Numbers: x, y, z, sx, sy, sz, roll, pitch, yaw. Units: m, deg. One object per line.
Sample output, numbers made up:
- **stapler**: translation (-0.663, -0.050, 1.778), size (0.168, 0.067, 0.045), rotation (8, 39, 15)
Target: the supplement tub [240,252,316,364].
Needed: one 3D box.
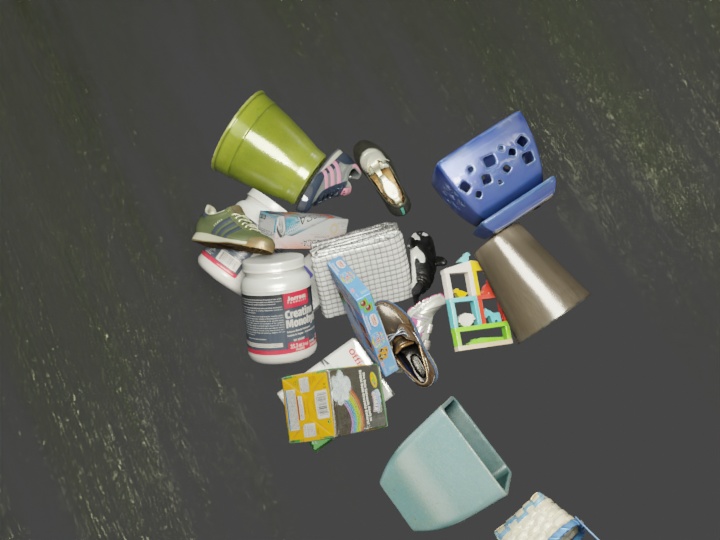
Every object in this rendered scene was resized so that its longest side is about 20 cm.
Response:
- **supplement tub**: translation (-0.165, 0.075, 1.472), size (0.139, 0.140, 0.202), rotation (-4, 101, 6)

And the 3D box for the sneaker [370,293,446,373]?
- **sneaker**: translation (0.116, 0.134, 1.530), size (0.088, 0.081, 0.200), rotation (43, 96, 10)

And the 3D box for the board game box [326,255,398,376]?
- **board game box**: translation (0.004, 0.089, 1.429), size (0.036, 0.201, 0.151), rotation (-27, 36, -11)

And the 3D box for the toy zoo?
- **toy zoo**: translation (0.238, 0.061, 1.522), size (0.130, 0.020, 0.202), rotation (-5, 79, -21)

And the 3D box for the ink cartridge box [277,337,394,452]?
- **ink cartridge box**: translation (-0.047, 0.256, 1.523), size (0.199, 0.084, 0.146), rotation (-35, 80, 1)

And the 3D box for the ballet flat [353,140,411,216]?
- **ballet flat**: translation (0.048, -0.210, 1.593), size (0.068, 0.068, 0.201), rotation (-34, 78, 1)

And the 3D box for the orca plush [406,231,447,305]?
- **orca plush**: translation (0.140, -0.018, 1.503), size (0.070, 0.200, 0.106), rotation (-13, 112, 16)

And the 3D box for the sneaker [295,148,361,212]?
- **sneaker**: translation (-0.063, -0.180, 1.564), size (0.082, 0.070, 0.200), rotation (36, 53, -3)

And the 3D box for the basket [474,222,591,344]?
- **basket**: translation (0.331, 0.018, 1.480), size (0.180, 0.136, 0.201), rotation (-41, 77, 29)

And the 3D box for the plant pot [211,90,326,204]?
- **plant pot**: translation (-0.185, -0.245, 1.578), size (0.192, 0.200, 0.201), rotation (34, 86, -1)

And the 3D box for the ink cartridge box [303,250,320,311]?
- **ink cartridge box**: translation (-0.137, 0.057, 1.590), size (0.200, 0.039, 0.100), rotation (-43, 79, 0)

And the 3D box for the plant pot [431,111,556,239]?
- **plant pot**: translation (0.276, -0.179, 1.501), size (0.199, 0.200, 0.181), rotation (-34, 85, 0)

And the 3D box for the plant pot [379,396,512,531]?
- **plant pot**: translation (0.154, 0.393, 1.430), size (0.200, 0.196, 0.196), rotation (-40, 79, 9)

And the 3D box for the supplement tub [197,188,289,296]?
- **supplement tub**: translation (-0.239, -0.058, 1.569), size (0.140, 0.140, 0.201), rotation (35, 87, 11)

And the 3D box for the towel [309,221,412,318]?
- **towel**: translation (0.000, 0.000, 1.514), size (0.198, 0.086, 0.167), rotation (-15, 124, -3)

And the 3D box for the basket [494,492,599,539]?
- **basket**: translation (0.369, 0.538, 1.388), size (0.176, 0.139, 0.200), rotation (-39, 48, 0)

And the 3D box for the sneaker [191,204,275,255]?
- **sneaker**: translation (-0.249, -0.088, 1.462), size (0.199, 0.067, 0.091), rotation (8, 78, 31)

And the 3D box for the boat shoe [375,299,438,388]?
- **boat shoe**: translation (0.087, 0.142, 1.457), size (0.072, 0.072, 0.201), rotation (-39, 79, 7)

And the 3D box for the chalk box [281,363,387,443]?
- **chalk box**: translation (-0.034, 0.250, 1.401), size (0.123, 0.199, 0.126), rotation (-16, 78, 37)

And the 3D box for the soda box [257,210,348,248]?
- **soda box**: translation (-0.118, -0.083, 1.525), size (0.063, 0.199, 0.069), rotation (18, 104, 42)
